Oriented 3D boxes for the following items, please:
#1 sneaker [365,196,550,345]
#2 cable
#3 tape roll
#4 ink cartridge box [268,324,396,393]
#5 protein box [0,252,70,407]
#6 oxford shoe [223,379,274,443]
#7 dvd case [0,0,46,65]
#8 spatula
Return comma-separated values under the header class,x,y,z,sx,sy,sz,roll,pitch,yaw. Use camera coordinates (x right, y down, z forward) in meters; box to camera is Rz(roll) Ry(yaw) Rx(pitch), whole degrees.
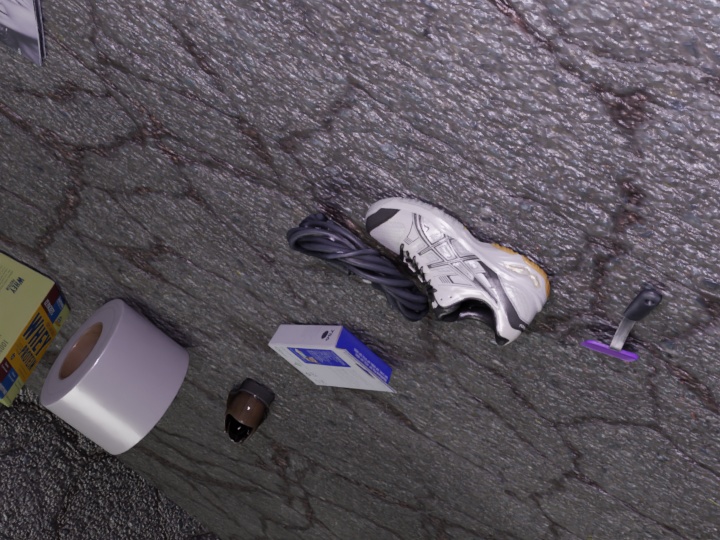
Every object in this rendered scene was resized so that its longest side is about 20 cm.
class,x,y,z,sx,sy,sz,roll,pitch,yaw
sneaker,0.081,0.001,1.506,0.199,0.088,0.076,27,162,18
cable,0.000,0.000,1.600,0.163,0.051,0.200,37,179,4
tape roll,-0.382,0.164,2.418,0.139,0.203,0.202,39,159,-22
ink cartridge box,-0.030,0.112,2.012,0.099,0.039,0.200,42,160,-26
protein box,-0.627,0.080,2.585,0.199,0.199,0.135,26,160,13
oxford shoe,-0.192,0.235,2.482,0.072,0.085,0.200,29,162,2
dvd case,-0.396,-0.296,1.615,0.148,0.016,0.200,32,160,2
spatula,0.251,0.054,1.471,0.056,0.021,0.200,18,157,2
